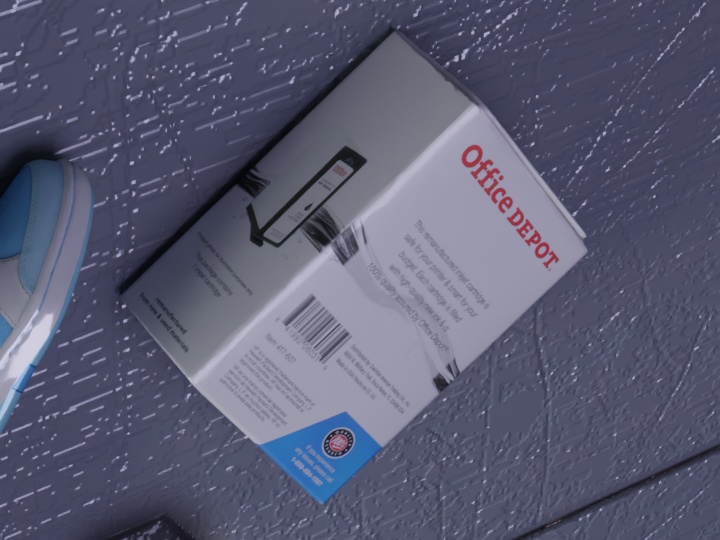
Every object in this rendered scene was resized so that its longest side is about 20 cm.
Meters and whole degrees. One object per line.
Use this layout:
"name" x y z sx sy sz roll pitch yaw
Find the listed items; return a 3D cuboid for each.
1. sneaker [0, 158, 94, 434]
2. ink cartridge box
"sneaker" -0.213 0.017 1.188 0.130 0.079 0.201 30 77 -21
"ink cartridge box" 0.000 0.000 1.330 0.200 0.084 0.146 -44 138 -2
